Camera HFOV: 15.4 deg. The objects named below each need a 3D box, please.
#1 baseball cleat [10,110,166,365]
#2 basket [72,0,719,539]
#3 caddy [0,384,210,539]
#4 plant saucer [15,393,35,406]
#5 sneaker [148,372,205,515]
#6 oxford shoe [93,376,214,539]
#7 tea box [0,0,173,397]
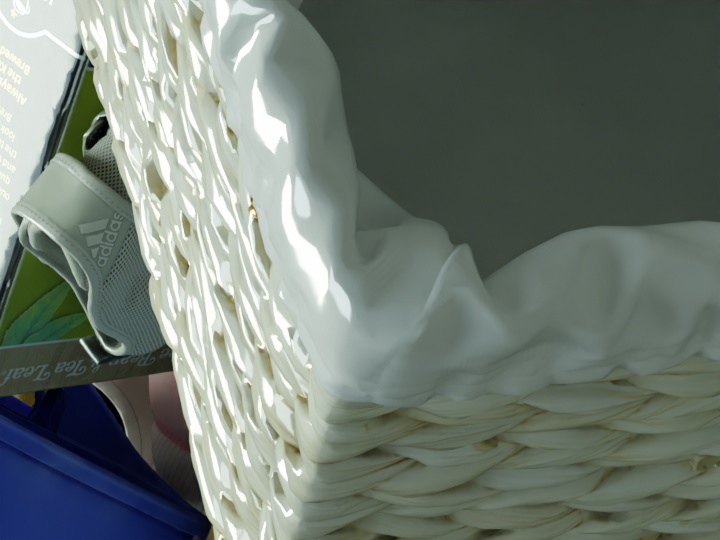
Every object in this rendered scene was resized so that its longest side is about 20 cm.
[{"bbox_3d":[-0.047,-0.051,0.786,0.070,0.106,0.201,36,135,32],"label":"baseball cleat"},{"bbox_3d":[0.051,-0.045,0.508,0.161,0.199,0.199,110,149,-56],"label":"basket"},{"bbox_3d":[-0.140,0.067,0.949,0.141,0.200,0.105,27,85,35],"label":"caddy"},{"bbox_3d":[-0.137,0.055,1.202,0.200,0.048,0.201,-17,-77,-65],"label":"plant saucer"},{"bbox_3d":[-0.062,0.020,1.050,0.201,0.075,0.105,-121,35,-42],"label":"sneaker"},{"bbox_3d":[-0.097,0.024,1.153,0.071,0.072,0.201,132,130,-57],"label":"oxford shoe"},{"bbox_3d":[-0.114,-0.095,0.912,0.200,0.133,0.198,40,119,33],"label":"tea box"}]
